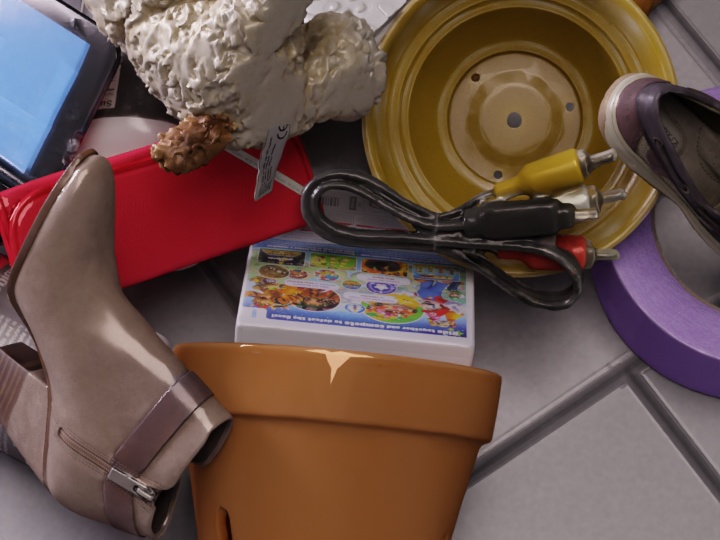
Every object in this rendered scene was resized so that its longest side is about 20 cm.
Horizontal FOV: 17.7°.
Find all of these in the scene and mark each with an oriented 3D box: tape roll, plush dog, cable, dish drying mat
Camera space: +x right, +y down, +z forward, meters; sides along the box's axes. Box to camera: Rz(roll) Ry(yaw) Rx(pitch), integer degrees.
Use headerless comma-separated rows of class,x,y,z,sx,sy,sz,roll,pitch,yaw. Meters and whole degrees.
tape roll,0.253,-0.019,1.518,0.199,0.066,0.201,1,67,-2
plush dog,-0.101,-0.150,1.378,0.160,0.200,0.172,-45,55,-8
cable,0.065,-0.025,1.434,0.199,0.050,0.097,-1,106,8
dish drying mat,-0.121,-0.038,1.414,0.200,0.018,0.077,-19,97,-23

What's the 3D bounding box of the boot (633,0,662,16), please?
boot,0.125,-0.243,1.577,0.144,0.071,0.201,-30,77,-42

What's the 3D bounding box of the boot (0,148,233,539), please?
boot,-0.135,0.050,1.320,0.146,0.200,0.070,33,30,18

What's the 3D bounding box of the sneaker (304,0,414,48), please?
sneaker,0.030,-0.204,1.507,0.076,0.081,0.200,19,65,23

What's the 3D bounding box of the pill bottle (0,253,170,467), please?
pill bottle,-0.228,0.049,1.442,0.200,0.111,0.111,26,69,8

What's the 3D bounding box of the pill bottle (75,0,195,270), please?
pill bottle,-0.135,-0.108,1.508,0.116,0.116,0.201,5,68,0

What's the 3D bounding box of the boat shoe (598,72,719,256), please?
boat shoe,0.235,-0.051,1.424,0.200,0.065,0.072,38,84,-17

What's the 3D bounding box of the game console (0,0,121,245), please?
game console,-0.278,-0.110,1.439,0.200,0.119,0.172,33,42,28

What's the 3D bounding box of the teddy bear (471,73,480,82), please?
teddy bear,0.032,-0.195,1.579,0.145,0.067,0.201,-10,68,-4

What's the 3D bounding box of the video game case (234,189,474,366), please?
video game case,0.000,0.000,1.456,0.143,0.018,0.200,6,27,0

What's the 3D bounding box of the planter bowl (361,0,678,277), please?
planter bowl,0.101,-0.097,1.485,0.200,0.083,0.201,0,92,1

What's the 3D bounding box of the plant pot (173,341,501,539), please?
plant pot,-0.019,0.123,1.390,0.199,0.200,0.140,5,84,-1
